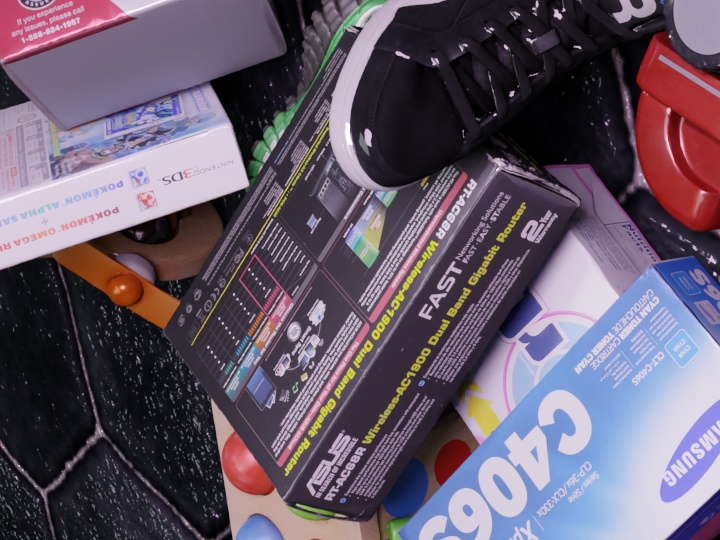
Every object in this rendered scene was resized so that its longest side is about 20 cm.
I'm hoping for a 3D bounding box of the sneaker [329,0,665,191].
[{"bbox_3d":[0.080,-0.109,0.829,0.112,0.200,0.073,2,131,54],"label":"sneaker"}]

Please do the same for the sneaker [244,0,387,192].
[{"bbox_3d":[-0.005,-0.069,1.066,0.085,0.078,0.200,49,140,24],"label":"sneaker"}]

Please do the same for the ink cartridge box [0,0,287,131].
[{"bbox_3d":[-0.145,-0.208,1.065,0.145,0.145,0.201,60,-170,-77],"label":"ink cartridge box"}]

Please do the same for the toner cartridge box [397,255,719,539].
[{"bbox_3d":[0.110,0.095,0.882,0.095,0.043,0.200,52,122,21],"label":"toner cartridge box"}]

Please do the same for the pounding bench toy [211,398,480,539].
[{"bbox_3d":[0.031,0.123,1.043,0.200,0.156,0.125,13,116,50],"label":"pounding bench toy"}]

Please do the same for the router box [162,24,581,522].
[{"bbox_3d":[0.000,0.000,0.947,0.200,0.062,0.150,-57,42,16],"label":"router box"}]

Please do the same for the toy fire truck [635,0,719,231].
[{"bbox_3d":[0.199,-0.017,0.804,0.176,0.128,0.201,40,125,36],"label":"toy fire truck"}]

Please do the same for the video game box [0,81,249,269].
[{"bbox_3d":[-0.168,-0.067,1.136,0.200,0.182,0.047,-120,10,-68],"label":"video game box"}]

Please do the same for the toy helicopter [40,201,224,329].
[{"bbox_3d":[-0.182,-0.018,1.223,0.079,0.199,0.132,109,146,-41],"label":"toy helicopter"}]

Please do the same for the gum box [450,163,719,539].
[{"bbox_3d":[0.112,0.051,0.949,0.114,0.066,0.200,-46,67,30],"label":"gum box"}]
